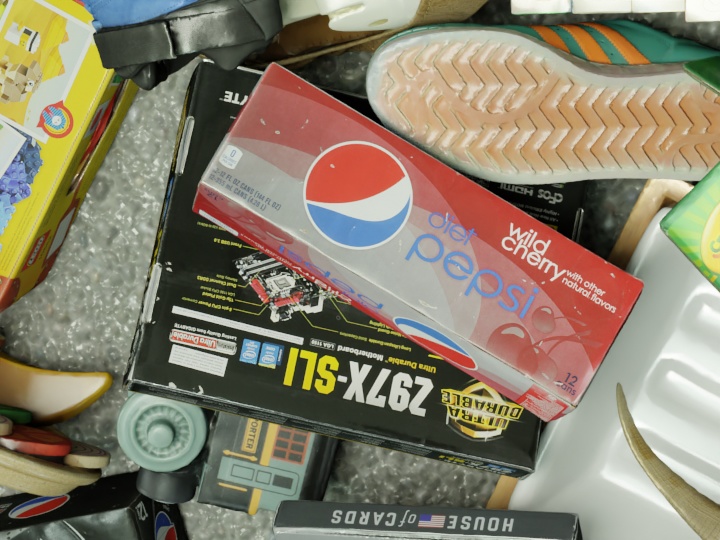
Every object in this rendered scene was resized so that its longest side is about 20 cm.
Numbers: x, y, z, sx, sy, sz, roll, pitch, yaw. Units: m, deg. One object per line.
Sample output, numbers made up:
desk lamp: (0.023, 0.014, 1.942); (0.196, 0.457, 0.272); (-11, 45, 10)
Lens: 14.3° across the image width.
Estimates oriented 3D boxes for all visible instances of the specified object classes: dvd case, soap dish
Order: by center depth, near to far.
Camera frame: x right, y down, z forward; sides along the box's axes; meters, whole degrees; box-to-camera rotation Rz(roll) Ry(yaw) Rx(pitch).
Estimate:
soap dish: (0.172, 0.068, 1.396); (0.157, 0.081, 0.201); (27, 110, 6)
dvd case: (0.047, 0.186, 1.438); (0.149, 0.025, 0.201); (1, 137, 14)

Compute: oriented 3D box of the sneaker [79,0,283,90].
sneaker: (-0.127, -0.136, 1.332); (0.199, 0.077, 0.112); (2, 112, 24)

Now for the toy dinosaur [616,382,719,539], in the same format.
toy dinosaur: (0.184, 0.138, 1.323); (0.199, 0.101, 0.058); (26, 139, 18)

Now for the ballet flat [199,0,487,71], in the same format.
ballet flat: (-0.012, -0.131, 1.350); (0.199, 0.072, 0.068); (-11, 96, 47)

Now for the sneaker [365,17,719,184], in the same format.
sneaker: (0.096, -0.082, 1.348); (0.199, 0.080, 0.072); (7, 107, -11)

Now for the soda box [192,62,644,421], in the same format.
soda box: (0.025, -0.011, 1.316); (0.199, 0.063, 0.070); (31, 77, -1)

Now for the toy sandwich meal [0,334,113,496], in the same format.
toy sandwich meal: (-0.211, 0.043, 1.443); (0.204, 0.205, 0.071); (27, 93, 6)

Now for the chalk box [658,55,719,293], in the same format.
chalk box: (0.223, -0.028, 1.252); (0.124, 0.125, 0.200); (-45, 80, 23)

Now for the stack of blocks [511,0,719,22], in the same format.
stack of blocks: (0.170, -0.152, 1.318); (0.199, 0.115, 0.059); (1, 105, 15)

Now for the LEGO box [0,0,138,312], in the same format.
LEGO box: (-0.193, -0.104, 1.444); (0.148, 0.077, 0.201); (30, 110, 5)

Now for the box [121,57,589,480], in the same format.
box: (0.000, 0.000, 1.369); (0.199, 0.049, 0.161); (12, 81, -6)

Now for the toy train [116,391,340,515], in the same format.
toy train: (-0.054, 0.030, 1.448); (0.113, 0.085, 0.201); (13, 105, -3)

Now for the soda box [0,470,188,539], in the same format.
soda box: (-0.193, 0.159, 1.520); (0.199, 0.071, 0.064); (-12, 103, 17)
